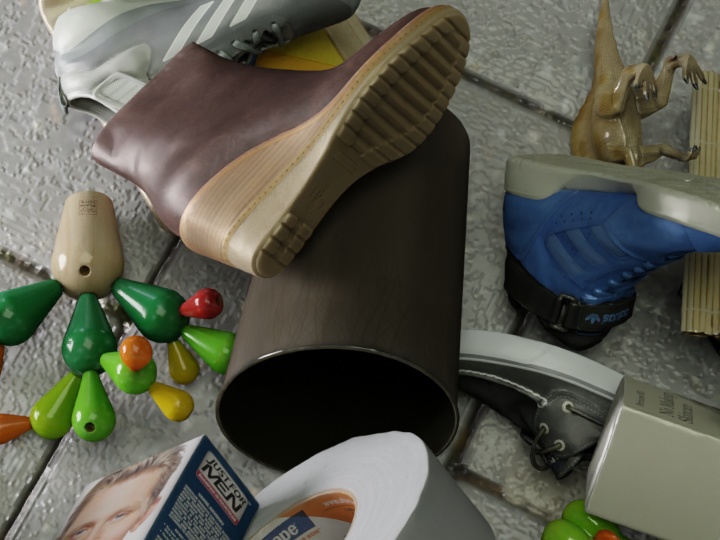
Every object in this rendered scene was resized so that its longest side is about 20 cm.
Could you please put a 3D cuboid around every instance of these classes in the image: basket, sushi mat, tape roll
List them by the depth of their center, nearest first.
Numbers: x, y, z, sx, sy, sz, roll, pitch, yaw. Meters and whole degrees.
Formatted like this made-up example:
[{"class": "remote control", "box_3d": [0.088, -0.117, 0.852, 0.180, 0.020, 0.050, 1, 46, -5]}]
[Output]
[{"class": "tape roll", "box_3d": [-0.025, 0.178, 1.004, 0.200, 0.200, 0.066, -44, 108, -16]}, {"class": "basket", "box_3d": [0.000, 0.000, 1.103, 0.136, 0.180, 0.201, 17, 59, -13]}, {"class": "sushi mat", "box_3d": [0.249, -0.042, 1.135, 0.095, 0.012, 0.201, 3, 58, 10]}]

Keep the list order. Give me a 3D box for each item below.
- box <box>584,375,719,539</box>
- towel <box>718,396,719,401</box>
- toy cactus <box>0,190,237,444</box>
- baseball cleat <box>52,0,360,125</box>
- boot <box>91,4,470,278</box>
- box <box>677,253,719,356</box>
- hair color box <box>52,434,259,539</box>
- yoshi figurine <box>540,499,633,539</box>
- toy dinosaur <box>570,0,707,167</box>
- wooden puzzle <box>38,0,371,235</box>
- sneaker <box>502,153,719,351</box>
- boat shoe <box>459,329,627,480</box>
[{"class": "box", "box_3d": [0.230, 0.128, 1.035, 0.199, 0.082, 0.069, 19, 101, 4]}, {"class": "towel", "box_3d": [0.312, 0.074, 1.022, 0.200, 0.031, 0.149, -25, 56, -38]}, {"class": "toy cactus", "box_3d": [-0.172, 0.024, 1.127, 0.199, 0.102, 0.166, -8, 59, 5]}, {"class": "baseball cleat", "box_3d": [-0.093, -0.133, 1.164, 0.199, 0.070, 0.107, -9, 72, 6]}, {"class": "boot", "box_3d": [-0.050, -0.103, 1.066, 0.200, 0.072, 0.166, -48, 51, -7]}, {"class": "box", "box_3d": [0.300, 0.058, 1.135, 0.116, 0.060, 0.200, -27, 72, -11]}, {"class": "hair color box", "box_3d": [-0.138, 0.184, 1.000, 0.061, 0.100, 0.200, 55, 32, -18]}, {"class": "yoshi figurine", "box_3d": [0.169, 0.221, 1.066, 0.112, 0.112, 0.200, -39, 88, 26]}, {"class": "toy dinosaur", "box_3d": [0.166, -0.105, 1.178, 0.058, 0.101, 0.201, 10, 69, -31]}, {"class": "wooden puzzle", "box_3d": [-0.092, -0.145, 1.214, 0.185, 0.037, 0.200, -27, 72, -11]}, {"class": "sneaker", "box_3d": [0.162, -0.004, 1.102, 0.077, 0.200, 0.112, -7, 104, -43]}, {"class": "boat shoe", "box_3d": [0.135, 0.098, 1.116, 0.199, 0.070, 0.066, 22, 68, -1]}]
